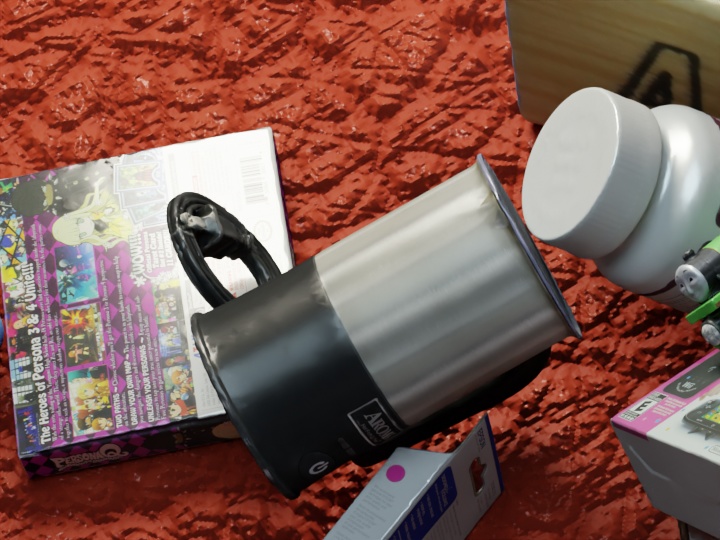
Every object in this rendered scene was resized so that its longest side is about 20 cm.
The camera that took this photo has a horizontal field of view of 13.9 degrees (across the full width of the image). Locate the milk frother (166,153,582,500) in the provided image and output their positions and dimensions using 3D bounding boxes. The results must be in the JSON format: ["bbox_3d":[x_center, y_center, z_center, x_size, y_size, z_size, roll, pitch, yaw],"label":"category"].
[{"bbox_3d":[0.000,0.000,1.658,0.188,0.181,0.201,-29,77,5],"label":"milk frother"}]

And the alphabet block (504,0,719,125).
[{"bbox_3d":[0.214,-0.181,1.765,0.199,0.197,0.196,19,65,19],"label":"alphabet block"}]

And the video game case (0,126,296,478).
[{"bbox_3d":[-0.126,0.017,1.791,0.180,0.036,0.201,-11,58,1],"label":"video game case"}]

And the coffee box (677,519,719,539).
[{"bbox_3d":[0.274,0.116,1.643,0.199,0.080,0.113,-7,58,4],"label":"coffee box"}]

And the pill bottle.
[{"bbox_3d":[0.197,-0.029,1.670,0.199,0.110,0.110,20,55,-27],"label":"pill bottle"}]

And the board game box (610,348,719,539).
[{"bbox_3d":[0.251,0.062,1.548,0.200,0.064,0.147,-31,16,-14],"label":"board game box"}]

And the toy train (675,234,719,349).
[{"bbox_3d":[0.243,-0.025,1.609,0.200,0.042,0.056,-35,88,-33],"label":"toy train"}]

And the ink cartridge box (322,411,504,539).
[{"bbox_3d":[0.006,0.168,1.646,0.037,0.095,0.200,33,69,26],"label":"ink cartridge box"}]

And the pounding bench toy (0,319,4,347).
[{"bbox_3d":[-0.301,0.018,1.715,0.155,0.200,0.125,5,56,10],"label":"pounding bench toy"}]
